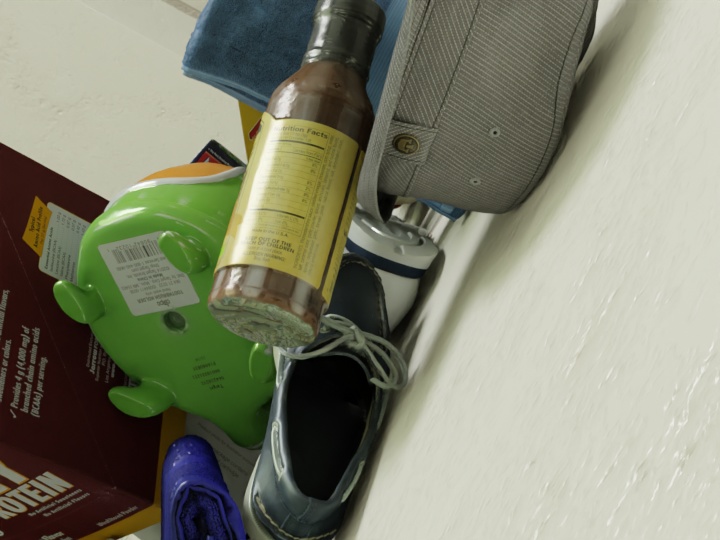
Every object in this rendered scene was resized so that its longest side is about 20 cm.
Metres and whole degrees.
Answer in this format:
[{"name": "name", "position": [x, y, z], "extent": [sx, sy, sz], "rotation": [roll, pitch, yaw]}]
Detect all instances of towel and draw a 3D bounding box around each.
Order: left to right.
[{"name": "towel", "position": [-0.085, 0.174, 0.982], "extent": [0.200, 0.049, 0.148], "rotation": [-164, 75, -82]}, {"name": "towel", "position": [-0.001, -0.121, 1.045], "extent": [0.112, 0.200, 0.049], "rotation": [-59, 2, 27]}]

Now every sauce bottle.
[{"name": "sauce bottle", "position": [-0.028, -0.058, 0.956], "extent": [0.065, 0.065, 0.200], "rotation": [129, 159, -63]}]

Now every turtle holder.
[{"name": "turtle holder", "position": [-0.079, 0.017, 1.074], "extent": [0.141, 0.185, 0.132], "rotation": [-46, 7, 38]}]

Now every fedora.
[{"name": "fedora", "position": [0.066, -0.105, 0.898], "extent": [0.177, 0.090, 0.200], "rotation": [-66, -6, -54]}]

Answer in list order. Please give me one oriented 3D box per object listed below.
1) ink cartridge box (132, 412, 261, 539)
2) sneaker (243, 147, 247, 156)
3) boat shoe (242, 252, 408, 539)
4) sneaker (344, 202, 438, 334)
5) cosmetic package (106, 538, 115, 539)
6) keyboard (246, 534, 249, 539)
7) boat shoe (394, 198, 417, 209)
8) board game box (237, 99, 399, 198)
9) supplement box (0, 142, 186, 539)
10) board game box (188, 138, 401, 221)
[{"name": "ink cartridge box", "position": [-0.093, 0.092, 1.237], "extent": [0.200, 0.085, 0.144], "rotation": [-57, 17, -24]}, {"name": "sneaker", "position": [0.010, -0.109, 1.518], "extent": [0.199, 0.115, 0.081], "rotation": [-33, 0, -15]}, {"name": "boat shoe", "position": [-0.017, 0.061, 0.963], "extent": [0.062, 0.075, 0.200], "rotation": [-56, 10, 47]}, {"name": "sneaker", "position": [0.000, 0.000, 1.144], "extent": [0.200, 0.076, 0.081], "rotation": [-88, 16, -81]}, {"name": "cosmetic package", "position": [-0.158, 0.255, 1.177], "extent": [0.071, 0.105, 0.200], "rotation": [-63, 7, -29]}, {"name": "keyboard", "position": [-0.089, 0.167, 1.291], "extent": [0.104, 0.040, 0.200], "rotation": [-63, 5, -18]}, {"name": "boat shoe", "position": [0.021, -0.078, 1.349], "extent": [0.200, 0.071, 0.063], "rotation": [178, 81, -85]}, {"name": "board game box", "position": [-0.013, -0.141, 1.087], "extent": [0.034, 0.134, 0.201], "rotation": [-67, -30, -65]}, {"name": "supplement box", "position": [-0.224, 0.052, 1.112], "extent": [0.133, 0.200, 0.198], "rotation": [-26, 49, 37]}, {"name": "board game box", "position": [-0.073, 0.000, 1.373], "extent": [0.200, 0.200, 0.062], "rotation": [-48, 7, 1]}]
